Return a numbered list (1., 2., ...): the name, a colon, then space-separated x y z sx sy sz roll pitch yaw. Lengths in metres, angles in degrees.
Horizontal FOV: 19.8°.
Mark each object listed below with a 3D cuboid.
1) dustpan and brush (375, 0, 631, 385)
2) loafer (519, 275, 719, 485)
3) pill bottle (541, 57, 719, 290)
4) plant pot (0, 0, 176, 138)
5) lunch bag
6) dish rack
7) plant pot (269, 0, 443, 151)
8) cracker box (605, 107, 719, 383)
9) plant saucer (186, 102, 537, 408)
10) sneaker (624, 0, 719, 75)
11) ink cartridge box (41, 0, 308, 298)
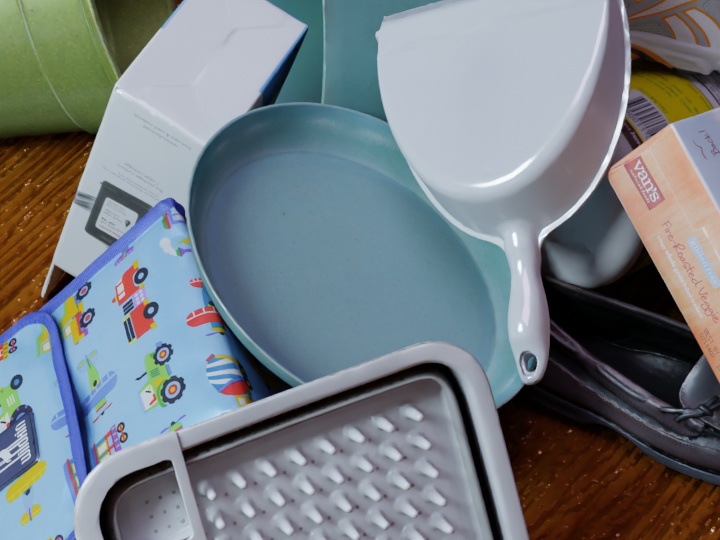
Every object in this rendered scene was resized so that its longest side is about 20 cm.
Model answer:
1. dustpan and brush: 0.076 -0.043 1.044 0.139 0.057 0.200 -11 63 27
2. loafer: 0.163 0.057 1.068 0.200 0.063 0.072 18 45 25
3. pill bottle: 0.170 -0.067 1.155 0.200 0.109 0.109 -22 41 -41
4. plant pot: -0.230 -0.155 1.287 0.190 0.200 0.200 -14 40 10
5. lunch bag: -0.135 0.087 1.044 0.200 0.094 0.151 -32 51 11
6. dish rack: -0.024 0.131 0.948 0.200 0.172 0.044 -19 16 -14
7. plant pot: 0.034 -0.127 1.203 0.161 0.201 0.201 0 40 -14
8. cracker box: 0.234 -0.027 1.070 0.200 0.058 0.134 -19 78 -42
9. plant saucer: 0.000 0.000 1.041 0.200 0.027 0.200 18 45 -19
10. sneaker: 0.167 -0.158 1.106 0.200 0.092 0.076 -4 35 -26
11. ink cartridge box: -0.107 -0.058 1.161 0.067 0.200 0.116 30 50 1
